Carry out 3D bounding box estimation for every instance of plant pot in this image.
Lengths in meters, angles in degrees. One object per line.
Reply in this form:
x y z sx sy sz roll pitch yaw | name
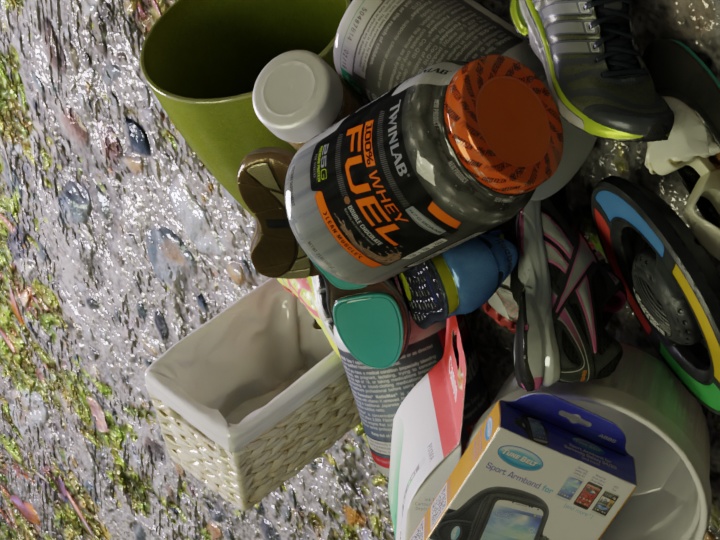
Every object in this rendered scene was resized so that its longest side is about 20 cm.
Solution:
-0.071 -0.130 1.634 0.186 0.187 0.201 24 147 40 | plant pot

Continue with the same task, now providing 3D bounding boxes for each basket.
-0.089 0.116 1.810 0.135 0.200 0.124 31 144 34 | basket

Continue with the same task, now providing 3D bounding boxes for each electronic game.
0.230 0.019 1.401 0.201 0.041 0.200 59 173 11 | electronic game

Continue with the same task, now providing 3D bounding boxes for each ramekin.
0.187 0.150 1.506 0.198 0.105 0.201 10 126 14 | ramekin

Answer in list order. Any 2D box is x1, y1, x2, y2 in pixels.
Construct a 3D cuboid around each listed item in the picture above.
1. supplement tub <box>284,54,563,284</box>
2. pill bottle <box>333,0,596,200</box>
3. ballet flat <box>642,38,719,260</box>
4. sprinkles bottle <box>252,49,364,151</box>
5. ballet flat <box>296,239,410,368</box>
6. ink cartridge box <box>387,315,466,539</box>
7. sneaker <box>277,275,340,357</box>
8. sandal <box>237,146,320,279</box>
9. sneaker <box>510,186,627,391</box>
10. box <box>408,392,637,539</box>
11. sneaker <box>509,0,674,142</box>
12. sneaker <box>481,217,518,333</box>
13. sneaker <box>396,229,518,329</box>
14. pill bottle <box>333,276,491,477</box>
0.045 -0.074 1.358 0.199 0.122 0.123 -27 93 47 | supplement tub
0.083 -0.146 1.459 0.200 0.113 0.114 38 141 29 | pill bottle
0.249 -0.072 1.344 0.201 0.068 0.068 58 146 2 | ballet flat
-0.016 -0.107 1.520 0.068 0.068 0.200 35 178 30 | sprinkles bottle
0.000 0.000 1.546 0.073 0.073 0.201 29 158 36 | ballet flat
0.054 0.135 1.544 0.161 0.050 0.202 -97 8 -68 | ink cartridge box
-0.036 0.005 1.766 0.090 0.078 0.201 -41 70 56 | sneaker
-0.058 -0.052 1.567 0.080 0.054 0.200 1 149 8 | sandal
0.162 0.008 1.455 0.081 0.086 0.201 96 176 -58 | sneaker
0.123 0.185 1.438 0.118 0.042 0.201 23 123 -10 | box
0.167 -0.166 1.335 0.201 0.073 0.081 62 146 39 | sneaker
0.118 -0.017 1.550 0.200 0.071 0.098 41 144 27 | sneaker
0.077 0.002 1.505 0.200 0.078 0.066 168 78 -79 | sneaker
0.042 0.073 1.673 0.119 0.119 0.201 6 121 49 | pill bottle
